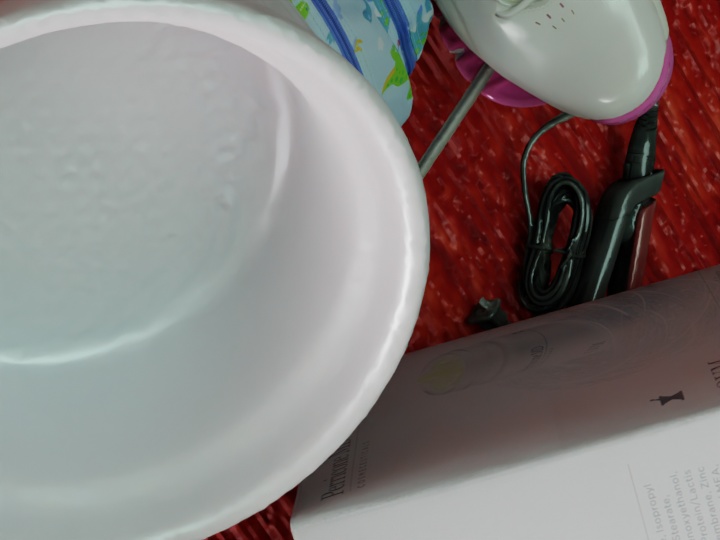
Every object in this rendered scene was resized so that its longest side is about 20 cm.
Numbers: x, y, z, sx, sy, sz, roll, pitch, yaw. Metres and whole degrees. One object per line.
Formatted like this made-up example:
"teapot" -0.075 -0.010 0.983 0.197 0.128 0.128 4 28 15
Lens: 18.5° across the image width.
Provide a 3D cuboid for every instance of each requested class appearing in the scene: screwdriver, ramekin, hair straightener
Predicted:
"screwdriver" 0.000 0.000 0.858 0.201 0.028 0.029 -54 151 4
"ramekin" -0.087 -0.016 0.678 0.199 0.098 0.202 -10 127 -14
"hair straightener" 0.087 0.016 0.924 0.076 0.041 0.202 12 92 -27

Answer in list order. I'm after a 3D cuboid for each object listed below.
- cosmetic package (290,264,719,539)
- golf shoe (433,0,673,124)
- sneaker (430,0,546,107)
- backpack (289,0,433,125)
"cosmetic package" 0.087 0.089 0.802 0.198 0.199 0.124 -17 100 5
"golf shoe" 0.034 -0.132 0.795 0.075 0.091 0.200 -42 82 18
"sneaker" 0.044 -0.160 0.884 0.201 0.081 0.088 67 22 3
"backpack" -0.061 -0.097 0.785 0.154 0.162 0.201 -51 122 -40
